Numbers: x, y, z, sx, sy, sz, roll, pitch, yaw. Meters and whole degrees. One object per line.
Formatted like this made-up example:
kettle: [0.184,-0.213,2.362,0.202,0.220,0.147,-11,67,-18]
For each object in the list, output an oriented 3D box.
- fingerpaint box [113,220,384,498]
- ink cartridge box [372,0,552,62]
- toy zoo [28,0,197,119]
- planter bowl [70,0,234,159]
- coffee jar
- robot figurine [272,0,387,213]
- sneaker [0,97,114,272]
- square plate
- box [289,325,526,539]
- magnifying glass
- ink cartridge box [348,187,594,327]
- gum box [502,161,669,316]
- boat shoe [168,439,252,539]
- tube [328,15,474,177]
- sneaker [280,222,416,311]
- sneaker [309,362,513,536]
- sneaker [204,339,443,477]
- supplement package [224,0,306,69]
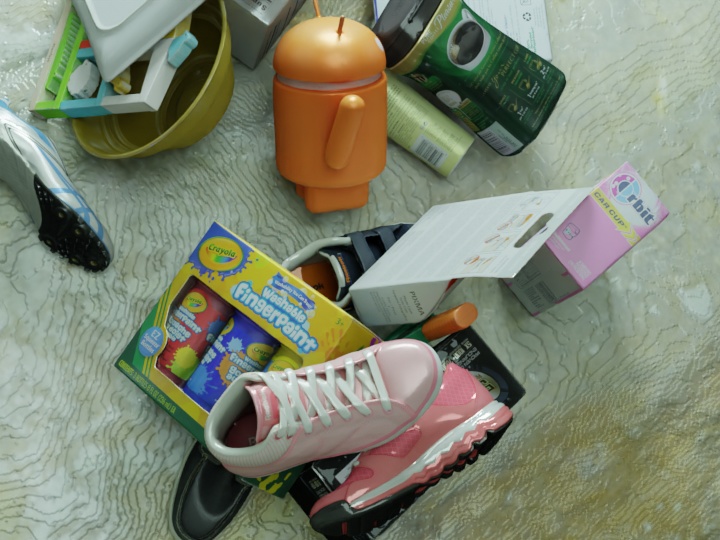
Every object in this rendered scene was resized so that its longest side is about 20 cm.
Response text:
fingerpaint box: [-0.103,0.076,1.149,0.199,0.073,0.168,34,87,36]
ink cartridge box: [0.102,-0.314,1.389,0.197,0.043,0.199,-2,78,-12]
toy zoo: [-0.230,-0.212,1.225,0.020,0.198,0.133,34,64,-48]
planter bowl: [-0.185,-0.182,1.246,0.083,0.199,0.203,35,64,-48]
coffee jar: [0.107,-0.213,1.305,0.199,0.085,0.105,36,75,-14]
robot figurine: [-0.029,-0.159,1.252,0.115,0.202,0.144,9,26,20]
sneaker: [-0.302,-0.086,1.227,0.200,0.072,0.072,49,44,-4]
square plate: [-0.199,-0.300,1.216,0.199,0.028,0.199,-39,46,9]
box: [0.037,0.158,1.187,0.200,0.164,0.086,-41,87,-20]
magnifying glass: [0.059,0.057,1.198,0.079,0.200,0.022,-40,95,-22]
ink cartridge box: [0.108,-0.013,1.187,0.160,0.199,0.048,-43,117,-39]
gum box: [0.213,-0.025,1.260,0.113,0.200,0.066,-40,87,-11]
boat shoe: [-0.119,0.166,1.201,0.071,0.068,0.201,32,73,-5]
tube: [0.027,-0.177,1.331,0.199,0.052,0.058,35,66,-2]
sneaker: [0.000,0.000,1.266,0.198,0.079,0.079,-22,80,-19]
sneaker: [0.030,0.150,1.075,0.199,0.074,0.087,-29,69,-21]
sneaker: [-0.033,0.107,1.006,0.198,0.105,0.076,-23,69,8]
supplement package: [-0.092,-0.331,1.313,0.113,0.110,0.201,36,71,-2]
